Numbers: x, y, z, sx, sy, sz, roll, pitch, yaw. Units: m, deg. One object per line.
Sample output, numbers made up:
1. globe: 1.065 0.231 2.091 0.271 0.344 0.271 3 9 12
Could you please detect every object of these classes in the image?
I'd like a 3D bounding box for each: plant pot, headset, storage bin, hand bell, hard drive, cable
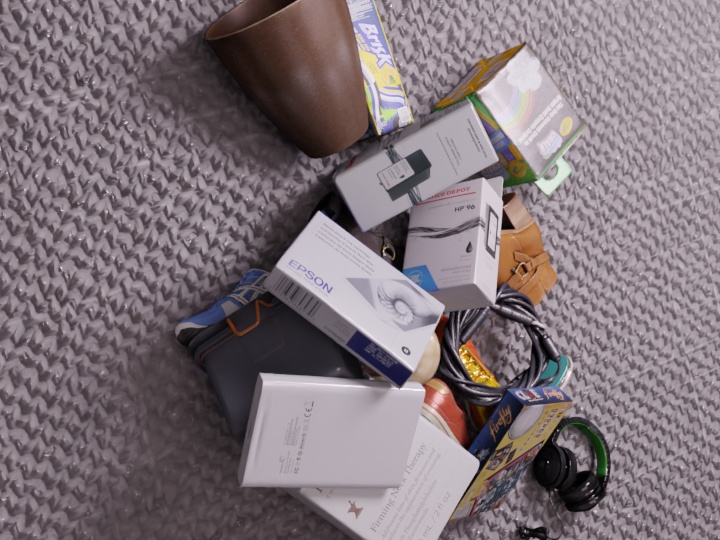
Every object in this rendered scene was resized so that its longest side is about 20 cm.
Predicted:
1. plant pot: -0.071 -0.254 1.191 0.186 0.186 0.202 -39 118 -20
2. headset: 0.304 0.319 1.407 0.123 0.094 0.201 41 58 -14
3. storage bin: -0.094 0.113 1.117 0.198 0.135 0.146 -32 145 8
4. hand bell: 0.034 0.107 1.151 0.102 0.200 0.106 0 88 13
5. hard drive: -0.032 0.186 1.062 0.197 0.026 0.134 6 108 -24
6. cable: 0.188 0.102 1.277 0.198 0.051 0.165 -14 83 -32

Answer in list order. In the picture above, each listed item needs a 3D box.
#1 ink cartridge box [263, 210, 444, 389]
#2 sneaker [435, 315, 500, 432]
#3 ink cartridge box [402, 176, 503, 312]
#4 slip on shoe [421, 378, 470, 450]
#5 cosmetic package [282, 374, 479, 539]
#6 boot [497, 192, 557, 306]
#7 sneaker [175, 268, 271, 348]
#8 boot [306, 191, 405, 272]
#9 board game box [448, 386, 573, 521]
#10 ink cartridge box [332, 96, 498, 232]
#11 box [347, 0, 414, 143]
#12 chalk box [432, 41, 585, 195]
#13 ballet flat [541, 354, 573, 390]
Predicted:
1. ink cartridge box: 0.005 0.017 1.103 0.199 0.041 0.200 36 33 -3
2. sneaker: 0.158 0.144 1.322 0.073 0.077 0.201 -35 89 -20
3. ink cartridge box: 0.126 -0.049 1.259 0.068 0.115 0.203 41 48 -46
4. slip on shoe: 0.121 0.211 1.271 0.062 0.073 0.201 -55 143 -18
5. cosmetic package: 0.009 0.255 1.207 0.199 0.166 0.168 38 74 -18
6. boot: 0.196 0.002 1.359 0.200 0.076 0.156 -40 109 -28
7. sneaker: -0.148 0.047 1.200 0.198 0.076 0.078 -17 76 -26
8. boot: 0.000 0.000 1.232 0.173 0.069 0.201 38 44 -18
9. board game box: 0.195 0.248 1.268 0.135 0.035 0.202 6 120 -49
10. ink cartridge box: 0.071 -0.142 1.216 0.198 0.147 0.084 -27 101 11
11. box: 0.003 -0.283 1.269 0.064 0.070 0.203 -22 98 -25
12. chalk box: 0.227 -0.202 1.344 0.124 0.123 0.201 -45 107 -20
13. ballet flat: 0.251 0.213 1.383 0.070 0.069 0.200 46 76 -16
